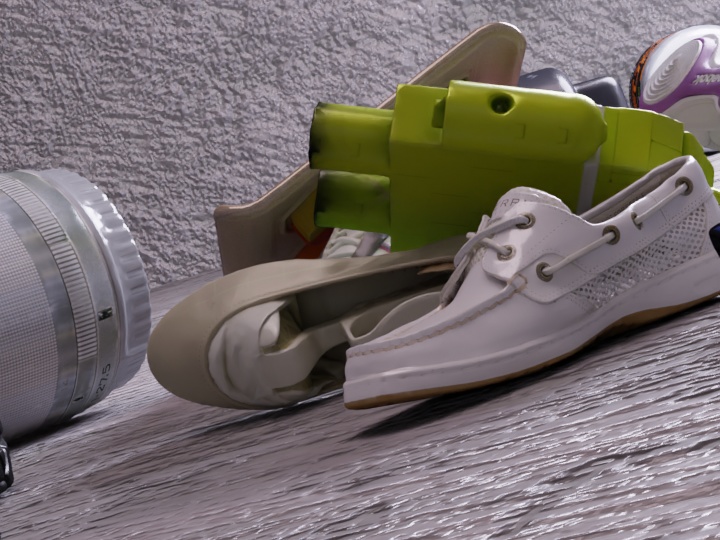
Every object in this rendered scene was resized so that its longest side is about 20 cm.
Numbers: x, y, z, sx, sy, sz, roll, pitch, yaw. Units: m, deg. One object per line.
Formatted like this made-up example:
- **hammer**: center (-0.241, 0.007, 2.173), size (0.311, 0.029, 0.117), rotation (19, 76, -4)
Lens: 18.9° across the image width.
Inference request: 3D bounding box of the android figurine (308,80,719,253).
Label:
- **android figurine**: center (0.076, -0.034, 0.992), size (0.200, 0.041, 0.182), rotation (9, -24, 3)

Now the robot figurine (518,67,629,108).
- **robot figurine**: center (0.109, -0.083, 1.635), size (0.200, 0.150, 0.125), rotation (-17, 33, -3)

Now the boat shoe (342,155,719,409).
- **boat shoe**: center (0.068, 0.001, 0.867), size (0.200, 0.069, 0.071), rotation (-21, 6, -36)

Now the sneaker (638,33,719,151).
- **sneaker**: center (0.227, -0.083, 1.255), size (0.075, 0.100, 0.200), rotation (-49, 20, -5)

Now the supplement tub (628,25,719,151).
- **supplement tub**: center (0.331, -0.178, 2.135), size (0.122, 0.123, 0.200), rotation (-18, 2, 2)

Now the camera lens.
- **camera lens**: center (-0.247, 0.032, 1.290), size (0.200, 0.160, 0.160), rotation (-20, 4, -39)

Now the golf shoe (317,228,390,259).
- **golf shoe**: center (0.000, 0.000, 1.151), size (0.077, 0.088, 0.200), rotation (-14, 6, 32)

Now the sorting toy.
- **sorting toy**: center (0.009, -0.051, 1.254), size (0.200, 0.036, 0.185), rotation (-34, -13, -10)

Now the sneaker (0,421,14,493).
- **sneaker**: center (-0.213, 0.084, 0.977), size (0.079, 0.075, 0.200), rotation (-20, 2, 6)

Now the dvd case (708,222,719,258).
- **dvd case**: center (0.232, -0.046, 0.767), size (0.200, 0.018, 0.143), rotation (-29, 11, -3)

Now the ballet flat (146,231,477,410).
- **ballet flat**: center (-0.012, 0.027, 0.985), size (0.200, 0.070, 0.069), rotation (-17, 3, 15)
